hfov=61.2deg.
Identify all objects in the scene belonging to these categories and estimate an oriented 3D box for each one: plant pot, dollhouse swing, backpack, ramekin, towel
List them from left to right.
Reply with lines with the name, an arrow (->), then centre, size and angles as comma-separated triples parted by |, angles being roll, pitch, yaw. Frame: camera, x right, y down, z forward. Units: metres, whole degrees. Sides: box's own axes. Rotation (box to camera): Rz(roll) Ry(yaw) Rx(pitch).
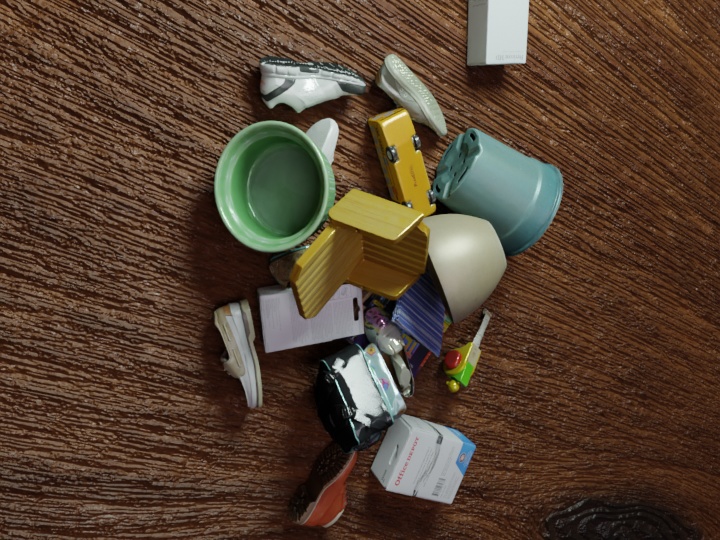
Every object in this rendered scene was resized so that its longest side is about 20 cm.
ramekin -> -0.134, -0.136, 1.007 | 0.193, 0.098, 0.208 | 1, 96, 12
backpack -> -0.010, 0.249, 1.167 | 0.150, 0.201, 0.179 | -20, 68, -28
dollhouse swing -> 0.003, 0.006, 1.016 | 0.202, 0.177, 0.179 | 86, 27, -60
towel -> 0.120, 0.049, 1.210 | 0.144, 0.023, 0.205 | 38, 47, -32
plant pot -> 0.193, -0.022, 1.132 | 0.131, 0.202, 0.205 | -23, 115, 3
plant pot -> 0.258, -0.163, 1.195 | 0.192, 0.200, 0.205 | 26, 93, -22

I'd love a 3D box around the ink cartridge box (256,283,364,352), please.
ink cartridge box -> -0.093, 0.078, 1.147 | 0.193, 0.050, 0.113 | -9, 108, -16

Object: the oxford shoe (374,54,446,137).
oxford shoe -> 0.096, -0.320, 1.142 | 0.057, 0.077, 0.198 | -30, 134, 29

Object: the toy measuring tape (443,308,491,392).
toy measuring tape -> 0.232, 0.176, 1.356 | 0.073, 0.072, 0.204 | 40, 63, -29

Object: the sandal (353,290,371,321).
sandal -> 0.003, 0.002, 1.171 | 0.069, 0.077, 0.215 | 28, 96, -35

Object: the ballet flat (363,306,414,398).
ballet flat -> 0.066, 0.164, 1.189 | 0.068, 0.071, 0.205 | -28, 114, -13

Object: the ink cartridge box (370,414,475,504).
ink cartridge box -> 0.140, 0.417, 1.351 | 0.196, 0.084, 0.148 | 23, 93, -30

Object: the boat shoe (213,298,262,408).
boat shoe -> -0.222, 0.157, 1.112 | 0.066, 0.075, 0.207 | -11, 102, -16

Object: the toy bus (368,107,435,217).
toy bus -> 0.080, -0.196, 1.153 | 0.064, 0.078, 0.205 | -27, 114, -17

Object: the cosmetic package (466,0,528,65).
cosmetic package -> 0.263, -0.502, 1.162 | 0.098, 0.071, 0.207 | -10, 109, -23

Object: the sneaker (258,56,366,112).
sneaker -> -0.084, -0.317, 1.053 | 0.193, 0.074, 0.082 | -1, 120, -21

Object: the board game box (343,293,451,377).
board game box -> 0.074, 0.112, 1.250 | 0.198, 0.056, 0.168 | 36, 86, -29

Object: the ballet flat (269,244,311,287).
ballet flat -> -0.072, -0.024, 1.129 | 0.195, 0.071, 0.067 | -24, 85, -10

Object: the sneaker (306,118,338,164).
sneaker -> -0.078, -0.168, 1.096 | 0.087, 0.075, 0.205 | 17, 103, -40

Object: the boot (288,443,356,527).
boot -> -0.056, 0.450, 1.277 | 0.106, 0.075, 0.202 | 32, 97, -32
